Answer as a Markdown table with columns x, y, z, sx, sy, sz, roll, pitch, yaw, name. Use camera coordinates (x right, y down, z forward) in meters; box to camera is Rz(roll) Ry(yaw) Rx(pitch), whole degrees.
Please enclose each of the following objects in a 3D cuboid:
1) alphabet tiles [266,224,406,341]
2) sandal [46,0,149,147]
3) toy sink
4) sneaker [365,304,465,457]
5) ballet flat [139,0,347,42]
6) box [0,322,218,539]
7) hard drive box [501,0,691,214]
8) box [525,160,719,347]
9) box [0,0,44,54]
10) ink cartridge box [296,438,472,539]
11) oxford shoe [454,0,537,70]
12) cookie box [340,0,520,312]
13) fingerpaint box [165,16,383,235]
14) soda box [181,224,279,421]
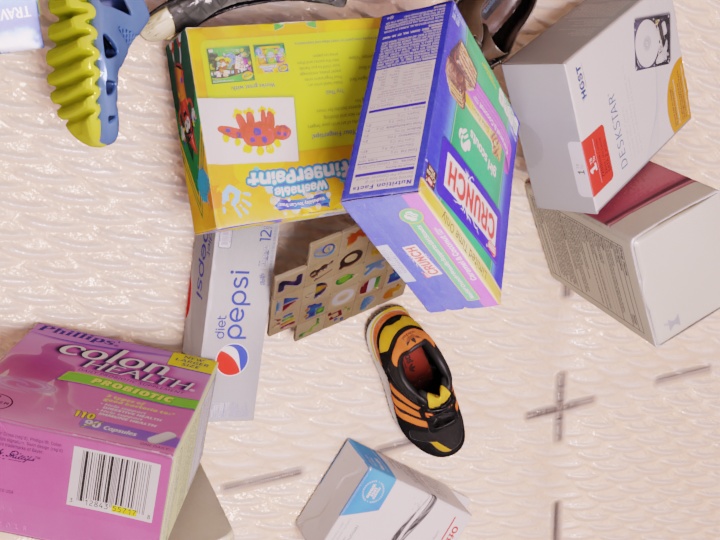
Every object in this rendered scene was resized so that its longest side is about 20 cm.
| x | y | z | sx | sy | sz | roll | pitch | yaw | name |
| --- | --- | --- | --- | --- | --- | --- | --- | --- | --- |
| 0.000 | 0.000 | 1.013 | 0.198 | 0.006 | 0.167 | -23 | 152 | -22 | alphabet tiles |
| -0.204 | -0.201 | 0.835 | 0.086 | 0.079 | 0.203 | -10 | 108 | -41 | sandal |
| -0.192 | 0.258 | 0.974 | 0.129 | 0.200 | 0.114 | -18 | 116 | -18 | toy sink |
| 0.070 | 0.136 | 1.110 | 0.069 | 0.090 | 0.202 | -31 | 118 | -11 | sneaker |
| -0.098 | -0.232 | 0.906 | 0.198 | 0.066 | 0.058 | -22 | 107 | -17 | ballet flat |
| -0.226 | 0.137 | 0.880 | 0.173 | 0.200 | 0.098 | 12 | 105 | -1 | box |
| 0.240 | -0.175 | 1.037 | 0.200 | 0.076 | 0.158 | -40 | 124 | -33 | hard drive box |
| 0.276 | -0.034 | 1.076 | 0.108 | 0.200 | 0.129 | -28 | 119 | -11 | box |
| -0.321 | -0.267 | 0.803 | 0.120 | 0.048 | 0.203 | -13 | 115 | -19 | box |
| 0.042 | 0.285 | 1.167 | 0.199 | 0.068 | 0.117 | 30 | 95 | -31 | ink cartridge box |
| 0.094 | -0.207 | 0.996 | 0.072 | 0.084 | 0.201 | 34 | 95 | -32 | oxford shoe |
| 0.068 | -0.094 | 0.894 | 0.171 | 0.074 | 0.203 | 49 | 44 | -46 | cookie box |
| -0.059 | -0.129 | 0.925 | 0.197 | 0.073 | 0.170 | -11 | 93 | -26 | fingerpaint box |
| -0.128 | 0.039 | 0.996 | 0.063 | 0.068 | 0.203 | 1 | 109 | -25 | soda box |
